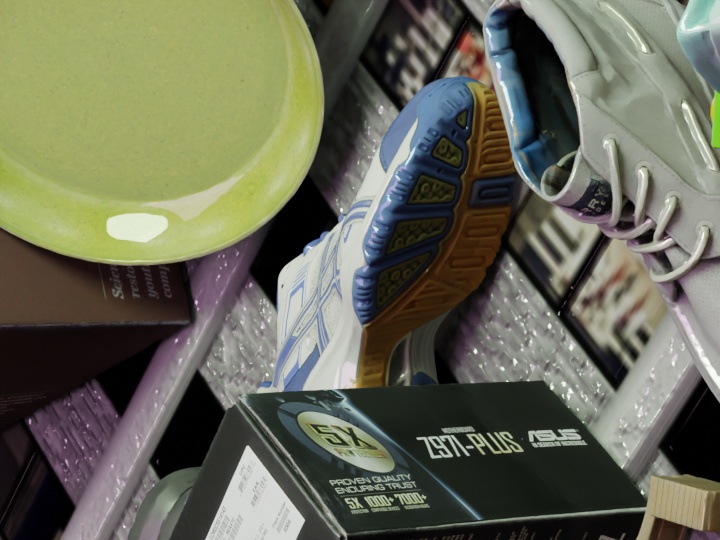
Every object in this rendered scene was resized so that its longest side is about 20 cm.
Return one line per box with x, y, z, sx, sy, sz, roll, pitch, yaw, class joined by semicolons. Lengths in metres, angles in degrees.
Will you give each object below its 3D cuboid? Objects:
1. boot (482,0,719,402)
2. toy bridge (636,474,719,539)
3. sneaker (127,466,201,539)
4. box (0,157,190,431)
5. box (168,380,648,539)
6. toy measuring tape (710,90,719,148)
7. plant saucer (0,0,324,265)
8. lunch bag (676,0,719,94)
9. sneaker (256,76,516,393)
0.108;-0.019;1.074;0.074;0.095;0.200;-47;56;40;boot
0.113;0.178;1.123;0.067;0.027;0.201;14;101;52;toy bridge
-0.077;0.194;1.320;0.079;0.075;0.201;17;104;47;sneaker
-0.217;-0.017;1.418;0.200;0.164;0.166;-28;69;47;box
-0.002;0.149;1.157;0.086;0.163;0.200;49;127;38;box
0.200;-0.050;0.982;0.200;0.073;0.074;8;96;52;toy measuring tape
-0.112;-0.092;1.276;0.200;0.200;0.031;-54;13;36;plant saucer
0.208;-0.127;0.897;0.170;0.122;0.200;-9;46;35;lunch bag
0.000;0.000;1.224;0.088;0.075;0.200;41;120;43;sneaker
